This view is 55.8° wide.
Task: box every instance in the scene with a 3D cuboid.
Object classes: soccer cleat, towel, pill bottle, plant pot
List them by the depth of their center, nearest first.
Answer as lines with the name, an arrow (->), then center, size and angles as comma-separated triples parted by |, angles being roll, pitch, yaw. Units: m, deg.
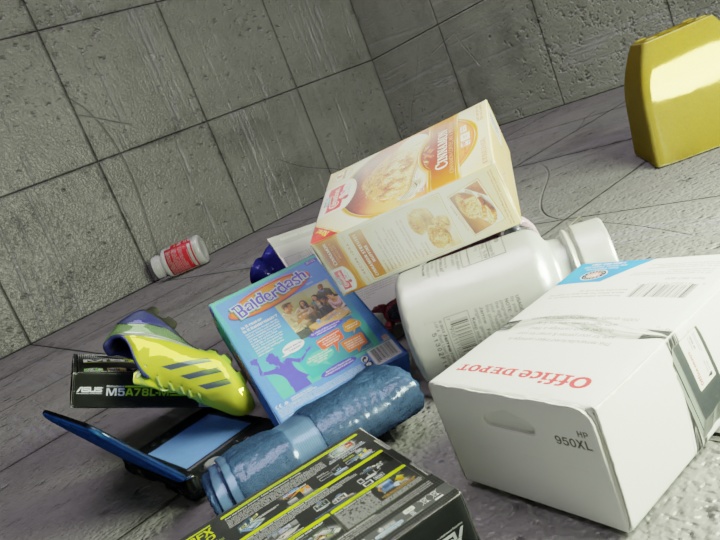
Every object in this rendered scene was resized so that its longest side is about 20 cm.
towel -> -0.043, 0.145, 0.594 | 0.198, 0.049, 0.112 | -27, -1, -17
pill bottle -> 0.141, 0.026, 0.644 | 0.197, 0.116, 0.114 | -20, 12, 13
soccer cleat -> -0.200, 0.113, 0.747 | 0.198, 0.065, 0.084 | 28, 48, 25
towel -> -0.054, 0.022, 0.969 | 0.197, 0.050, 0.148 | 20, 20, 0
plant pot -> 0.557, -0.318, 1.168 | 0.191, 0.203, 0.196 | -19, 11, 16
pill bottle -> -0.681, -0.046, 2.566 | 0.197, 0.114, 0.112 | -22, 11, 3

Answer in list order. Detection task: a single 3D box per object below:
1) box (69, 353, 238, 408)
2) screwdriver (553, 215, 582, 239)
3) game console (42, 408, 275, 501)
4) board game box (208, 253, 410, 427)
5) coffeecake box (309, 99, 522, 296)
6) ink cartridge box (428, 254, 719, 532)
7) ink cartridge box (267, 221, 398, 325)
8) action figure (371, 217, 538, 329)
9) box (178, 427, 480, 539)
box -> -0.264, 0.139, 0.867 | 0.196, 0.049, 0.193 | 5, 0, -22
screwdriver -> 0.257, -0.035, 0.923 | 0.199, 0.028, 0.029 | -33, -13, -46
game console -> -0.211, 0.160, 0.720 | 0.170, 0.120, 0.198 | -31, 15, -35
board game box -> -0.060, 0.076, 0.746 | 0.150, 0.045, 0.200 | -26, 45, -17
coffeecake box -> 0.057, -0.077, 0.710 | 0.197, 0.074, 0.155 | -23, 29, 21
ink cartridge box -> 0.168, 0.070, 0.474 | 0.198, 0.085, 0.144 | -30, 14, -31
ink cartridge box -> 0.000, 0.000, 0.902 | 0.197, 0.045, 0.177 | -21, 53, -27
action figure -> 0.103, 0.012, 0.765 | 0.199, 0.134, 0.149 | -39, 30, 3
box -> -0.043, 0.190, 0.447 | 0.198, 0.045, 0.160 | -27, 12, -21
